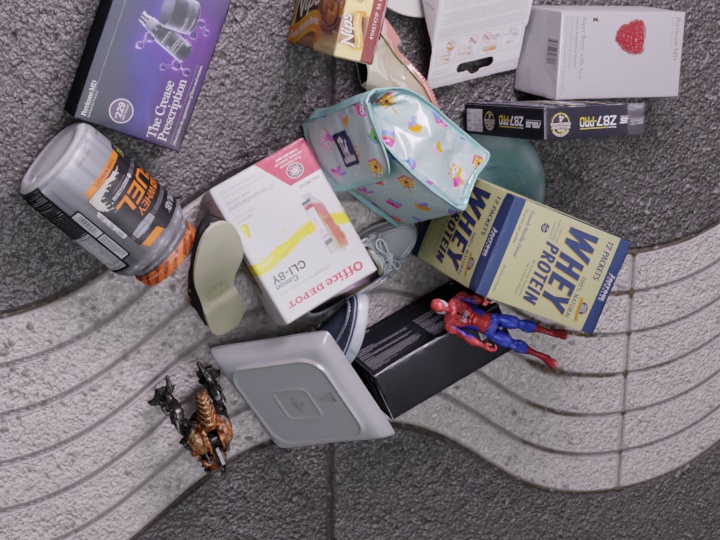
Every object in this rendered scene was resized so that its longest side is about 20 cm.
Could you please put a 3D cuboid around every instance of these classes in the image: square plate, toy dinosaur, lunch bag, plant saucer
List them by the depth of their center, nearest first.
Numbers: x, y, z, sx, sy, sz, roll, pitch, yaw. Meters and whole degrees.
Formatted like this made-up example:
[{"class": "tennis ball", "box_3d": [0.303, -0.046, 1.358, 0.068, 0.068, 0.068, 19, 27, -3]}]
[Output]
[{"class": "lunch bag", "box_3d": [0.037, -0.153, 1.646, 0.200, 0.170, 0.122, 33, 69, -24]}, {"class": "toy dinosaur", "box_3d": [-0.201, 0.198, 1.669, 0.102, 0.136, 0.200, -13, 153, -34]}, {"class": "square plate", "box_3d": [-0.081, 0.168, 1.692, 0.200, 0.198, 0.028, 58, 39, -31]}, {"class": "plant saucer", "box_3d": [0.184, -0.104, 1.802, 0.200, 0.039, 0.202, -6, 107, -20]}]

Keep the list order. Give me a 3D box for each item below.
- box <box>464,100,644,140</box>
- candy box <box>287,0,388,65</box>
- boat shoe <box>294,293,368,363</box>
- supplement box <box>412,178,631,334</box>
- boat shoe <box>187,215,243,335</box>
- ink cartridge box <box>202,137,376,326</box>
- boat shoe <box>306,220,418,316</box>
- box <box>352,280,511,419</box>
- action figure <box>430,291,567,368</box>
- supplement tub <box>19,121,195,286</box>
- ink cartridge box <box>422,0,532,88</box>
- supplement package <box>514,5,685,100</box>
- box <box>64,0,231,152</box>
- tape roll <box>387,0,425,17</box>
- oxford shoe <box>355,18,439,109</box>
[{"class": "box", "box_3d": [0.258, -0.205, 1.707, 0.161, 0.200, 0.049, -8, 101, -26]}, {"class": "candy box", "box_3d": [-0.028, -0.324, 1.558, 0.055, 0.200, 0.116, 10, 101, -21]}, {"class": "boat shoe", "box_3d": [-0.062, 0.105, 1.708, 0.091, 0.071, 0.201, 15, 125, -18]}, {"class": "supplement box", "box_3d": [0.213, -0.029, 1.702, 0.199, 0.200, 0.135, 19, 97, -26]}, {"class": "boat shoe", "box_3d": [-0.191, -0.001, 1.613, 0.074, 0.063, 0.202, -28, 148, -22]}, {"class": "ink cartridge box", "box_3d": [-0.091, -0.048, 1.645, 0.145, 0.083, 0.200, -31, 95, -13]}, {"class": "boat shoe", "box_3d": [-0.001, -0.001, 1.739, 0.202, 0.065, 0.075, -30, 114, -12]}, {"class": "box", "box_3d": [0.089, 0.106, 1.757, 0.200, 0.141, 0.079, -29, 115, -13]}, {"class": "action figure", "box_3d": [0.187, 0.077, 1.652, 0.199, 0.099, 0.065, 19, 92, -19]}, {"class": "supplement tub", "box_3d": [-0.306, -0.077, 1.558, 0.200, 0.123, 0.123, 42, 87, -27]}, {"class": "ink cartridge box", "box_3d": [0.155, -0.351, 1.689, 0.160, 0.050, 0.200, -17, 138, -27]}, {"class": "supplement package", "box_3d": [0.332, -0.305, 1.760, 0.199, 0.120, 0.122, -5, 106, -22]}, {"class": "box", "box_3d": [-0.261, -0.264, 1.550, 0.141, 0.079, 0.201, 17, 98, -23]}, {"class": "tape roll", "box_3d": [0.077, -0.435, 1.663, 0.202, 0.037, 0.204, -7, 108, -21]}, {"class": "oxford shoe", "box_3d": [0.038, -0.251, 1.682, 0.074, 0.071, 0.200, -39, 105, -11]}]
